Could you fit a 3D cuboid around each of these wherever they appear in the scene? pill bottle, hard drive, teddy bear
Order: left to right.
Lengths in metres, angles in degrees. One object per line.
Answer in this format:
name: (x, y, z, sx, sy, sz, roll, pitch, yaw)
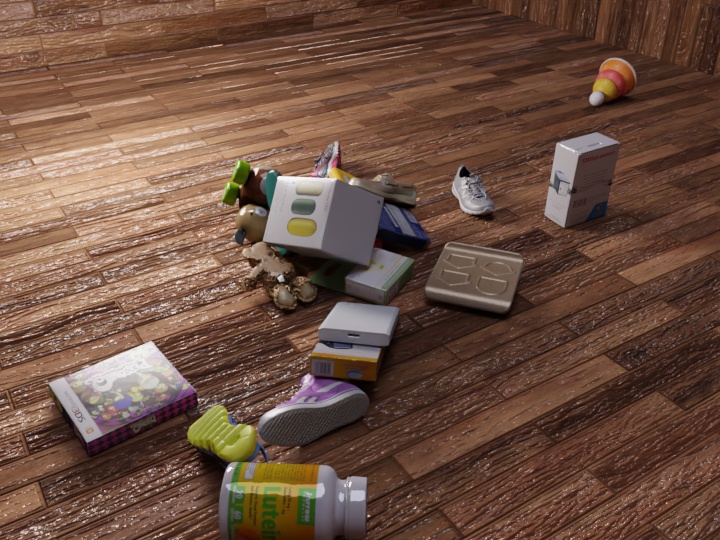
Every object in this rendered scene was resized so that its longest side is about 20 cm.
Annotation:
teddy bear: (-0.178, 0.019, 1.597, 0.199, 0.067, 0.145, 27, 49, 26)
pill bottle: (-0.090, 0.328, 1.038, 0.197, 0.112, 0.112, 1, 31, 2)
hard drive: (0.001, 0.100, 1.426, 0.130, 0.027, 0.200, 5, 12, 7)

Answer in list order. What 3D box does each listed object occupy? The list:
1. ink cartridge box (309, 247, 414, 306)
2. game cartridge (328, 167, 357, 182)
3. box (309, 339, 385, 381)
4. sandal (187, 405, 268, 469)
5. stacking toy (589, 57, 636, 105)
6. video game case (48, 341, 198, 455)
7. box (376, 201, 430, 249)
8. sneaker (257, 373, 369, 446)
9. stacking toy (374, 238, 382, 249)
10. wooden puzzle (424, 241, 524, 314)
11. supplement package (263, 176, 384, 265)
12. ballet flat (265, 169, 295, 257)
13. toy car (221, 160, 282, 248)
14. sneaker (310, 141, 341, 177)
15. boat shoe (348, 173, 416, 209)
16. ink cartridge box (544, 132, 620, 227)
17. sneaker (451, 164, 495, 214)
ink cartridge box: (0.000, 0.000, 1.635, 0.198, 0.048, 0.146, 18, 36, 22)
game cartridge: (0.018, -0.172, 1.848, 0.175, 0.033, 0.201, 22, 22, -27)
box: (-0.018, 0.147, 1.359, 0.117, 0.042, 0.200, 5, 10, 7)
sandal: (-0.205, 0.275, 1.161, 0.079, 0.088, 0.199, -42, 27, -19)
stacking toy: (0.875, -0.648, 2.655, 0.145, 0.147, 0.200, 27, 59, 37)
video game case: (-0.411, 0.214, 1.291, 0.198, 0.036, 0.181, -22, 40, -32)
box: (0.063, -0.115, 1.727, 0.198, 0.033, 0.122, 13, 36, -41)
sneaker: (-0.097, 0.227, 1.252, 0.198, 0.074, 0.114, -9, 27, -33)
stacking toy: (-0.018, -0.100, 1.769, 0.085, 0.086, 0.200, -19, 40, -29)
wooden puzzle: (0.248, 0.021, 1.610, 0.183, 0.047, 0.201, 10, 38, 16)
supplement package: (-0.081, -0.109, 1.613, 0.199, 0.154, 0.150, 9, -6, 45)
ballet flat: (-0.174, -0.133, 1.720, 0.067, 0.203, 0.068, 4, 14, 43)
toy car: (-0.242, -0.131, 1.764, 0.162, 0.158, 0.202, 17, 49, -20)
sneaker: (-0.094, -0.304, 2.094, 0.074, 0.082, 0.201, 1, 32, 4)
boat shoe: (0.052, -0.197, 1.776, 0.198, 0.066, 0.072, 10, -10, -33)
ink cartridge box: (0.552, -0.226, 1.858, 0.145, 0.202, 0.086, -17, 35, -27)
sneaker: (0.289, -0.209, 1.940, 0.074, 0.083, 0.200, -10, 33, -16)
